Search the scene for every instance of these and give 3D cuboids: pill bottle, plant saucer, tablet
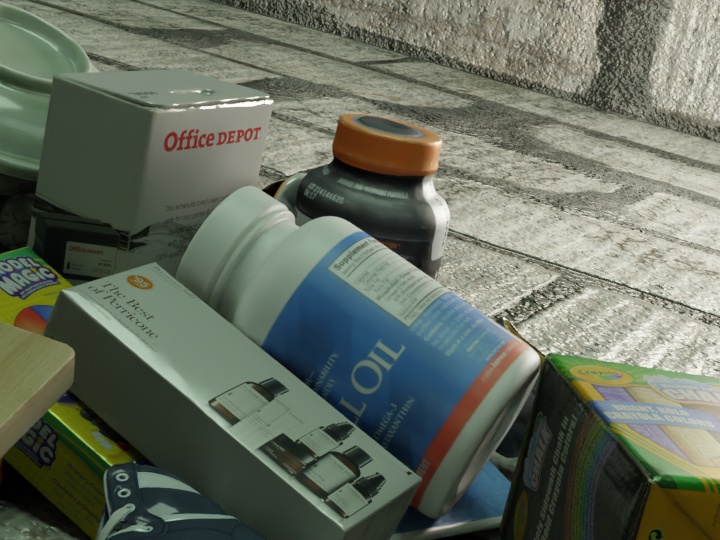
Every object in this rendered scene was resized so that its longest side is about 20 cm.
[{"bbox_3d":[0.000,0.000,0.946,0.105,0.202,0.106,12,16,-3],"label":"pill bottle"},{"bbox_3d":[-0.239,-0.135,0.953,0.198,0.051,0.201,24,26,-12],"label":"plant saucer"},{"bbox_3d":[-0.006,0.040,0.808,0.199,0.113,0.112,34,21,14],"label":"pill bottle"},{"bbox_3d":[0.006,0.113,0.832,0.199,0.014,0.130,3,34,-48],"label":"tablet"}]

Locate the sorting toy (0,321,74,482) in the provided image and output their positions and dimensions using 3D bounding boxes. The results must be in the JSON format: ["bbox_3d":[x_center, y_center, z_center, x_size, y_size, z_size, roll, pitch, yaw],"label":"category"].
[{"bbox_3d":[-0.261,0.085,0.629,0.197,0.070,0.200,16,32,15],"label":"sorting toy"}]

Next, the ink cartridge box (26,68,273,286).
[{"bbox_3d":[-0.141,-0.025,0.920,0.083,0.202,0.144,20,17,23],"label":"ink cartridge box"}]

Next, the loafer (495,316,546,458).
[{"bbox_3d":[0.150,0.105,0.902,0.198,0.073,0.073,28,13,4],"label":"loafer"}]

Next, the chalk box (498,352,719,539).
[{"bbox_3d":[0.158,0.128,0.772,0.122,0.126,0.200,8,18,-14],"label":"chalk box"}]

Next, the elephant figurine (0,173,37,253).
[{"bbox_3d":[-0.297,-0.033,0.993,0.197,0.143,0.155,0,-17,15],"label":"elephant figurine"}]

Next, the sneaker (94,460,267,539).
[{"bbox_3d":[-0.114,0.139,0.616,0.108,0.071,0.199,30,16,35],"label":"sneaker"}]

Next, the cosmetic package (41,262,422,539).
[{"bbox_3d":[-0.070,0.076,0.738,0.199,0.051,0.082,37,25,19],"label":"cosmetic package"}]

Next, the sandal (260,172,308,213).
[{"bbox_3d":[-0.062,-0.011,1.039,0.059,0.080,0.207,29,-18,16],"label":"sandal"}]

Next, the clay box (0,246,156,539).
[{"bbox_3d":[-0.177,0.055,0.789,0.199,0.048,0.115,39,22,12],"label":"clay box"}]
